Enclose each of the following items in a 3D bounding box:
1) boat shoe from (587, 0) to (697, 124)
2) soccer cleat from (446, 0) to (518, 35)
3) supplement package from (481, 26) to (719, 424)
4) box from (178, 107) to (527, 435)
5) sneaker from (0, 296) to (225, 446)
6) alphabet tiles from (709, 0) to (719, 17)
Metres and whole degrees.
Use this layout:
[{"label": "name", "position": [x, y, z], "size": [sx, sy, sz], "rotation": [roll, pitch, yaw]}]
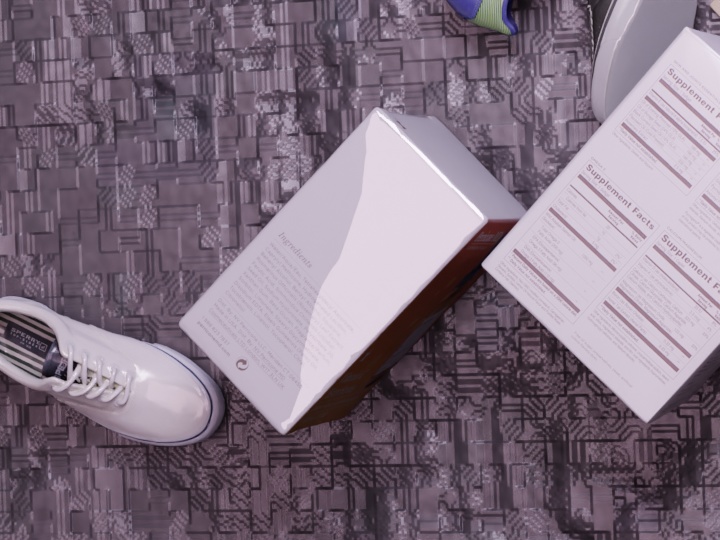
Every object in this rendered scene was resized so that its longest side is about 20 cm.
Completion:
[{"label": "boat shoe", "position": [0.186, -0.196, 1.584], "size": [0.064, 0.070, 0.202], "rotation": [28, 110, 46]}, {"label": "soccer cleat", "position": [0.131, -0.250, 1.593], "size": [0.084, 0.065, 0.201], "rotation": [37, 100, 11]}, {"label": "supplement package", "position": [0.211, -0.031, 1.528], "size": [0.151, 0.152, 0.200], "rotation": [43, 104, 11]}, {"label": "box", "position": [0.000, 0.000, 1.591], "size": [0.106, 0.152, 0.200], "rotation": [46, 103, 11]}, {"label": "sneaker", "position": [-0.195, 0.076, 1.691], "size": [0.199, 0.071, 0.074], "rotation": [19, 97, 15]}, {"label": "alphabet tiles", "position": [0.335, -0.163, 1.568], "size": [0.200, 0.006, 0.167], "rotation": [-44, 80, 13]}]
